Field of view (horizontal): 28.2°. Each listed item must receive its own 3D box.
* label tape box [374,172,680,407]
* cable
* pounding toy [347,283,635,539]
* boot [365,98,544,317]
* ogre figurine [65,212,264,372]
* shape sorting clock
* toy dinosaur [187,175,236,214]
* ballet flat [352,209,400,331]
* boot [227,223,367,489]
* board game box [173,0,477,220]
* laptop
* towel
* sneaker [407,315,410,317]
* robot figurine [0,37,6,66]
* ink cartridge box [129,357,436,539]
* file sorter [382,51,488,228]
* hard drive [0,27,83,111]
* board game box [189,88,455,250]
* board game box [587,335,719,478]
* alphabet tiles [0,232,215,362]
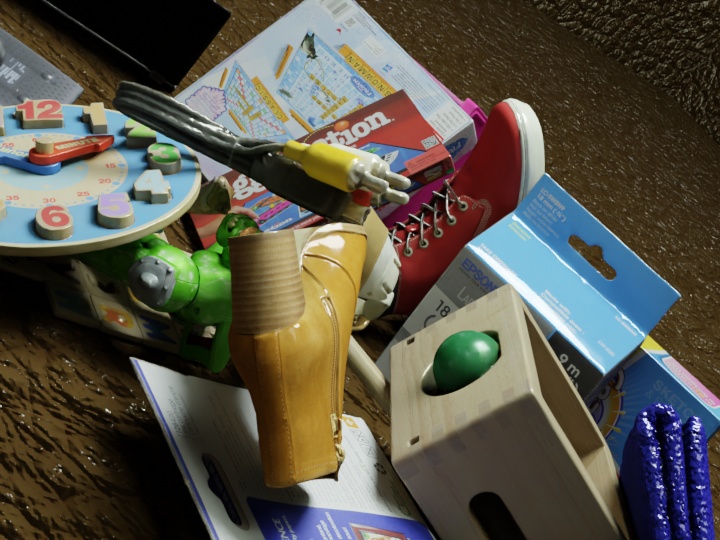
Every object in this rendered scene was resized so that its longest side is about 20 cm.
[{"bbox_3d":[0.119,0.049,1.079,0.144,0.201,0.063,43,21,16],"label":"label tape box"},{"bbox_3d":[-0.059,-0.079,0.920,0.198,0.051,0.097,28,-1,14],"label":"cable"},{"bbox_3d":[0.072,0.110,0.960,0.201,0.141,0.185,57,13,-20],"label":"pounding toy"},{"bbox_3d":[0.059,-0.044,1.133,0.142,0.202,0.073,1,35,-20],"label":"boot"},{"bbox_3d":[-0.102,0.006,0.944,0.200,0.098,0.120,42,-5,-38],"label":"ogre figurine"},{"bbox_3d":[-0.199,-0.064,0.903,0.197,0.040,0.201,3,26,-1],"label":"shape sorting clock"},{"bbox_3d":[-0.163,-0.065,1.056,0.106,0.061,0.199,30,-3,-34],"label":"toy dinosaur"},{"bbox_3d":[0.000,0.000,1.049,0.062,0.069,0.200,26,-16,-1],"label":"ballet flat"},{"bbox_3d":[-0.033,0.048,0.834,0.201,0.070,0.146,-17,100,-77],"label":"boot"},{"bbox_3d":[-0.040,-0.117,1.192,0.200,0.199,0.041,49,-9,28],"label":"board game box"},{"bbox_3d":[-0.218,-0.268,1.320,0.186,0.116,0.201,33,20,-15],"label":"laptop"},{"bbox_3d":[0.205,0.182,0.945,0.200,0.049,0.150,73,10,-68],"label":"towel"},{"bbox_3d":[0.084,0.028,1.302,0.082,0.073,0.199,17,6,35],"label":"sneaker"},{"bbox_3d":[-0.298,-0.113,0.821,0.149,0.125,0.200,12,31,-49],"label":"robot figurine"},{"bbox_3d":[-0.035,0.149,0.830,0.198,0.047,0.198,17,30,-42],"label":"ink cartridge box"},{"bbox_3d":[0.049,-0.099,1.310,0.125,0.139,0.200,45,5,26],"label":"file sorter"},{"bbox_3d":[-0.305,-0.160,1.038,0.199,0.042,0.135,34,20,-11],"label":"hard drive"},{"bbox_3d":[-0.035,-0.068,1.111,0.103,0.198,0.020,59,-6,48],"label":"board game box"},{"bbox_3d":[0.166,0.100,1.123,0.200,0.154,0.040,43,22,17],"label":"board game box"},{"bbox_3d":[-0.170,-0.005,0.984,0.198,0.006,0.167,22,25,-39],"label":"alphabet tiles"}]
